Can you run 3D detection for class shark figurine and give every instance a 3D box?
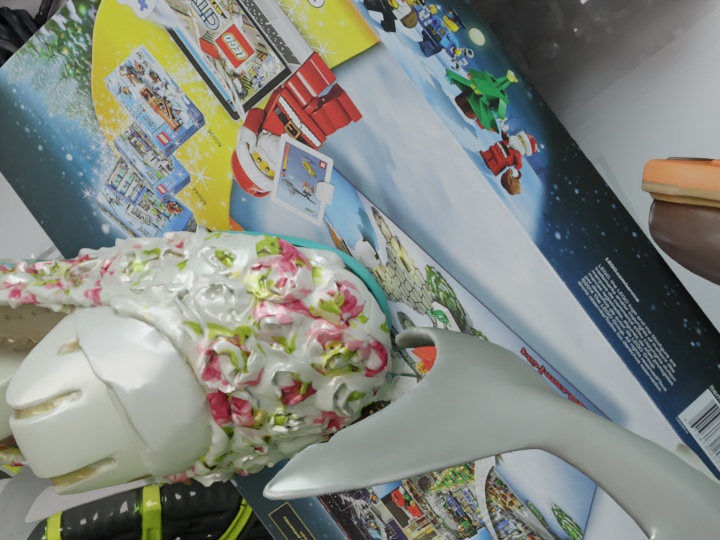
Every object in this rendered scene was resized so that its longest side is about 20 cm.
[{"bbox_3d":[0.077,0.099,0.664,0.128,0.215,0.090,1,50,35],"label":"shark figurine"}]

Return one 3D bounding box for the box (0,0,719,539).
[{"bbox_3d":[0.000,0.000,0.753,0.200,0.038,0.137,53,135,0],"label":"box"}]

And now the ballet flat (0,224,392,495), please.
[{"bbox_3d":[-0.081,0.032,0.764,0.200,0.064,0.076,-5,117,40],"label":"ballet flat"}]

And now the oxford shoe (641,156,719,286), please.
[{"bbox_3d":[0.142,0.031,0.676,0.200,0.071,0.073,28,102,28],"label":"oxford shoe"}]

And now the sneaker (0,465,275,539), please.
[{"bbox_3d":[-0.105,0.066,0.863,0.200,0.075,0.076,-16,57,25],"label":"sneaker"}]

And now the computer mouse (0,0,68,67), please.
[{"bbox_3d":[-0.037,-0.102,0.840,0.138,0.053,0.200,35,103,28],"label":"computer mouse"}]
